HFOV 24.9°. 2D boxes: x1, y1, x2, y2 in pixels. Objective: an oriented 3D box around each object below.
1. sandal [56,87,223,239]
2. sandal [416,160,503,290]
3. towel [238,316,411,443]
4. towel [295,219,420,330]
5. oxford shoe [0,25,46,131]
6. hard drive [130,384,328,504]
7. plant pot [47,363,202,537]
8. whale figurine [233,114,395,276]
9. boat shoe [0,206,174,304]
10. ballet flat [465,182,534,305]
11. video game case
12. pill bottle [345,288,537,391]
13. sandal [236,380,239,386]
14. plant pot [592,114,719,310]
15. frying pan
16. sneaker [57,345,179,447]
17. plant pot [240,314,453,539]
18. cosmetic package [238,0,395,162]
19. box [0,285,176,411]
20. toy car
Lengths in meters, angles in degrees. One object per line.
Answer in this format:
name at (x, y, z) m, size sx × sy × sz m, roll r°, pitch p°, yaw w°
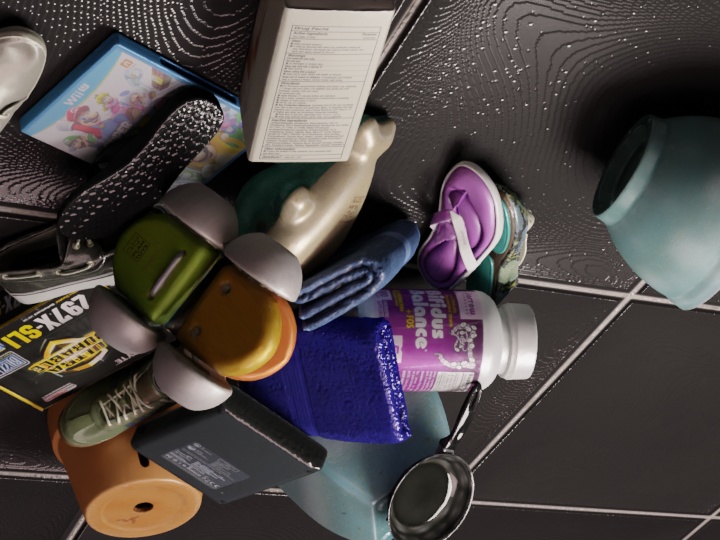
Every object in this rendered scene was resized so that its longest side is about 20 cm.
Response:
sandal at (-0.210, -0.103, 1.552) m, size 0.200 × 0.048 × 0.075 m, roll -41°, pitch 137°, yaw 14°
sandal at (0.101, -0.034, 1.739) m, size 0.050 × 0.082 × 0.203 m, roll -40°, pitch 160°, yaw -32°
towel at (-0.045, 0.109, 1.723) m, size 0.199 × 0.050 × 0.149 m, roll 2°, pitch 117°, yaw 30°
towel at (0.000, 0.000, 1.689) m, size 0.111 × 0.049 × 0.200 m, roll -27°, pitch -175°, yaw 18°
oxford shoe at (-0.344, -0.142, 1.466) m, size 0.075 × 0.058 × 0.200 m, roll 22°, pitch 130°, yaw -37°
hard drive at (-0.146, 0.194, 1.785) m, size 0.139 × 0.033 × 0.200 m, roll 36°, pitch 145°, yaw -22°
plant pot at (-0.263, 0.221, 1.928) m, size 0.199 × 0.141 × 0.201 m, roll -10°, pitch 145°, yaw -7°
whale figurine at (-0.051, -0.085, 1.623) m, size 0.200 × 0.104 × 0.159 m, roll -54°, pitch 165°, yaw 18°
boat shoe at (-0.280, -0.021, 1.643) m, size 0.199 × 0.071 × 0.064 m, roll -20°, pitch 146°, yaw 13°
ballet flat at (0.156, -0.039, 1.783) m, size 0.074 × 0.075 × 0.200 m, roll -6°, pitch 147°, yaw -10°
video game case at (-0.201, -0.140, 1.551) m, size 0.143 × 0.018 × 0.199 m, roll -35°, pitch 139°, yaw 29°
pill bottle at (0.087, 0.076, 1.779) m, size 0.198 × 0.113 × 0.113 m, roll 1°, pitch 143°, yaw -11°
sandal at (-0.113, 0.113, 1.888) m, size 0.077 × 0.070 × 0.212 m, roll -20°, pitch 145°, yaw 10°
plant pot at (0.325, -0.079, 1.687) m, size 0.134 × 0.201 × 0.201 m, roll 28°, pitch 134°, yaw -9°
frying pan at (0.075, 0.215, 1.767) m, size 0.114 × 0.031 × 0.191 m, roll -13°, pitch 116°, yaw -30°
sneaker at (-0.245, 0.132, 1.819) m, size 0.199 × 0.067 × 0.090 m, roll -26°, pitch 177°, yaw -15°
plant pot at (0.005, 0.194, 1.874) m, size 0.195 × 0.200 × 0.197 m, roll -33°, pitch 150°, yaw -18°
cosmetic package at (-0.044, -0.194, 1.468) m, size 0.103 × 0.088 × 0.200 m, roll 0°, pitch 144°, yaw -17°
box at (-0.324, 0.067, 1.773) m, size 0.199 × 0.050 × 0.160 m, roll -27°, pitch 141°, yaw 19°
toy car at (-0.146, 0.028, 1.570) m, size 0.175 × 0.200 × 0.150 m, roll -54°, pitch 160°, yaw 3°
